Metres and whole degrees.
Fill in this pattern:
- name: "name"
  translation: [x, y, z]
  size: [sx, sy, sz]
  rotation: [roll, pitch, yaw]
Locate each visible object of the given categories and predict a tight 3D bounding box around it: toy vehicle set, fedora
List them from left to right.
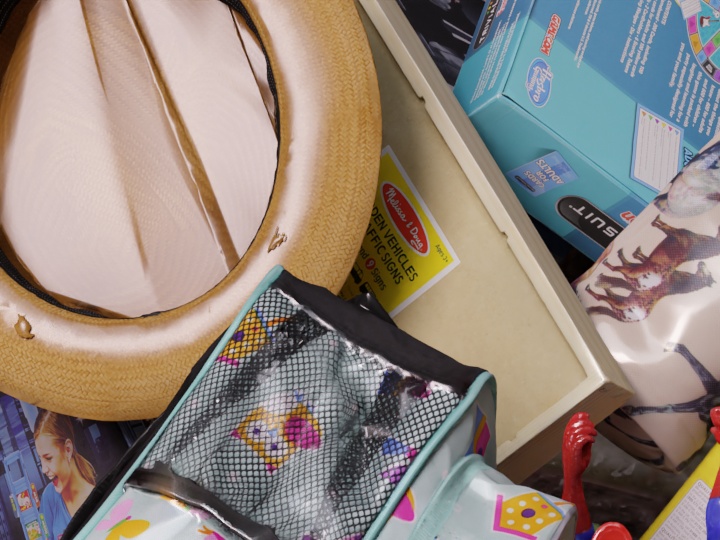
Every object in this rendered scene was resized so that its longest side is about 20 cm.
- name: "fedora"
  translation: [-0.080, -0.043, 0.839]
  size: [0.199, 0.082, 0.202]
  rotation: [-2, 79, 8]
- name: "toy vehicle set"
  translation: [0.000, 0.000, 0.860]
  size: [0.124, 0.026, 0.201]
  rotation: [-37, 63, 16]

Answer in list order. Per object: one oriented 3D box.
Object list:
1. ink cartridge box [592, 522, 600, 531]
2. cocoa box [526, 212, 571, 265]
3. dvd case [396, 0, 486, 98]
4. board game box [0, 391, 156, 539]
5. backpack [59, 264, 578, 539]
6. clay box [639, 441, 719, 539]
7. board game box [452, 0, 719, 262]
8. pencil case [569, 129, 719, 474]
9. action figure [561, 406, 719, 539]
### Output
- name: "ink cartridge box"
  translation: [0.010, 0.180, 0.865]
  size: [0.116, 0.068, 0.201]
  rotation: [9, 53, 25]
- name: "cocoa box"
  translation: [-0.037, -0.021, 0.991]
  size: [0.200, 0.133, 0.132]
  rotation: [35, 96, 38]
- name: "dvd case"
  translation: [0.049, -0.086, 1.012]
  size: [0.025, 0.199, 0.151]
  rotation: [-51, 38, 20]
- name: "board game box"
  translation: [-0.132, 0.039, 0.934]
  size: [0.061, 0.200, 0.201]
  rotation: [-9, 76, -42]
- name: "backpack"
  translation: [-0.029, 0.130, 0.703]
  size: [0.153, 0.176, 0.200]
  rotation: [34, 59, 23]
- name: "clay box"
  translation: [0.198, 0.069, 0.833]
  size: [0.115, 0.048, 0.200]
  rotation: [44, 105, 25]
- name: "board game box"
  translation: [0.137, -0.059, 0.962]
  size: [0.047, 0.199, 0.152]
  rotation: [-33, 28, 48]
- name: "pencil case"
  translation: [0.144, -0.017, 0.864]
  size: [0.200, 0.078, 0.089]
  rotation: [-47, 56, -2]
- name: "action figure"
  translation: [0.098, 0.076, 0.760]
  size: [0.065, 0.200, 0.100]
  rotation: [0, 79, 3]
